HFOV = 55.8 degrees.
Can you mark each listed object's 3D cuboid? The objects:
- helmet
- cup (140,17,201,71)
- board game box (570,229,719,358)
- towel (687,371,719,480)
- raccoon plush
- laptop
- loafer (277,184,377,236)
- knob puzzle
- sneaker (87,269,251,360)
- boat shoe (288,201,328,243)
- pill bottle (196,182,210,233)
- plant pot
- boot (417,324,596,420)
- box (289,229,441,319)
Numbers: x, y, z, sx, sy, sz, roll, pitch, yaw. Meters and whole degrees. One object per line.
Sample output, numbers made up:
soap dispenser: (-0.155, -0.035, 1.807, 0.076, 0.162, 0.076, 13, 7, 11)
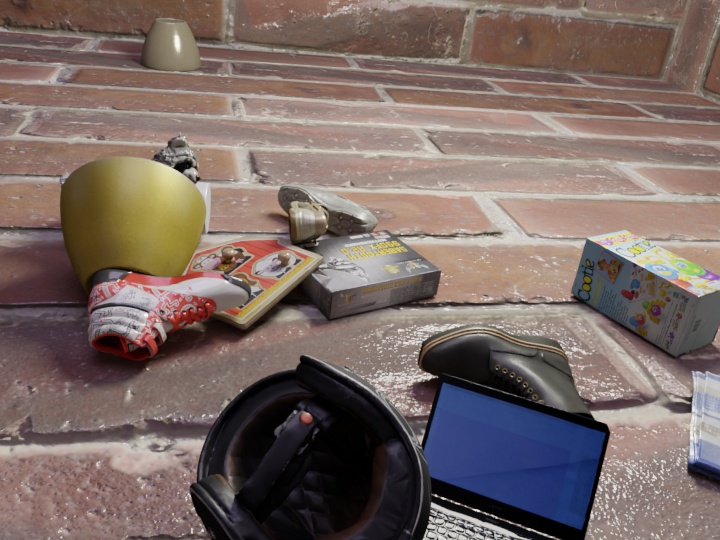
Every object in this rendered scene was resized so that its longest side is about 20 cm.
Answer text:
helmet: (-0.040, 0.174, 0.564, 0.198, 0.191, 0.202, 2, 72, -7)
cup: (-0.635, -0.762, 2.278, 0.198, 0.144, 0.201, 6, 28, -3)
board game box: (0.446, 0.029, 1.051, 0.102, 0.106, 0.200, -11, 33, -33)
towel: (0.469, 0.201, 0.816, 0.146, 0.024, 0.200, 20, 32, 18)
raccoon plush: (-0.341, -0.157, 1.028, 0.198, 0.135, 0.097, 22, -17, -4)
laptop: (0.125, 0.213, 0.622, 0.176, 0.104, 0.200, 15, 28, 16)
loafer: (-0.062, -0.109, 1.246, 0.199, 0.071, 0.070, 26, 25, 21)
knob puzzle: (-0.183, -0.005, 0.998, 0.217, 0.031, 0.221, -6, 35, 4)
sneaker: (-0.238, 0.060, 0.856, 0.199, 0.067, 0.109, 4, 53, -15)
boat shoe: (-0.083, -0.081, 1.130, 0.064, 0.073, 0.200, -5, 6, -3)
pill bottle: (-0.351, -0.109, 1.120, 0.198, 0.113, 0.112, 4, 27, -7)
plant pot: (-0.314, -0.033, 0.930, 0.198, 0.201, 0.143, 1, 54, -12)
boot: (0.178, 0.137, 0.820, 0.198, 0.078, 0.139, 1, 33, -9)
box: (0.000, 0.000, 1.062, 0.198, 0.049, 0.158, -10, 31, -29)
